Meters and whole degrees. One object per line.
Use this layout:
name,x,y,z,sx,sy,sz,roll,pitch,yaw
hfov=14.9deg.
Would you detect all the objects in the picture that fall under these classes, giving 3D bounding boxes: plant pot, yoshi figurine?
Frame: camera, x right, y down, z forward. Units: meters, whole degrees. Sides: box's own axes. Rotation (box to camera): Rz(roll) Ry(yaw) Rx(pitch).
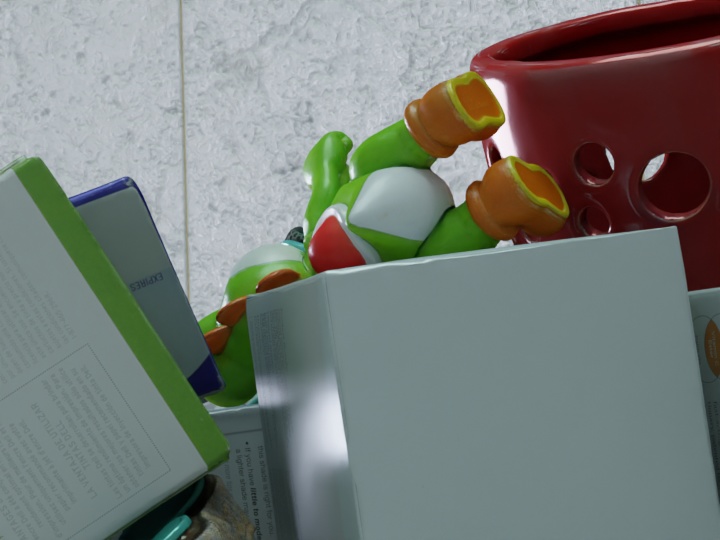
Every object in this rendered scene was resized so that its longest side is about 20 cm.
plant pot,0.168,-0.039,1.384,0.200,0.183,0.200,-11,9,2
yoshi figurine,0.004,-0.004,1.342,0.200,0.112,0.112,-38,30,19

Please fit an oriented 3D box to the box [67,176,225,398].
box,-0.174,0.041,1.262,0.184,0.105,0.200,-22,1,-10

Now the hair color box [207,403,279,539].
hair color box,-0.010,0.108,1.313,0.200,0.099,0.061,-7,-3,-14

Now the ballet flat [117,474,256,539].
ballet flat,-0.066,0.129,1.116,0.068,0.067,0.200,-43,4,2

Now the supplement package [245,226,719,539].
supplement package,0.047,0.070,1.182,0.151,0.152,0.200,-8,-2,-12

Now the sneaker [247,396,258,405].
sneaker,-0.023,0.108,1.433,0.121,0.084,0.200,28,-17,-25

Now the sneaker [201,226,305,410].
sneaker,-0.028,0.024,1.464,0.200,0.091,0.078,-26,-17,27

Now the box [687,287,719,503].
box,0.213,0.059,1.101,0.097,0.124,0.200,-7,-1,-26

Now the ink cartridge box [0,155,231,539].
ink cartridge box,-0.177,0.068,1.116,0.200,0.148,0.076,-33,3,-12

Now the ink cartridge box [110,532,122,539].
ink cartridge box,-0.183,0.146,1.239,0.200,0.067,0.116,-9,-2,28
